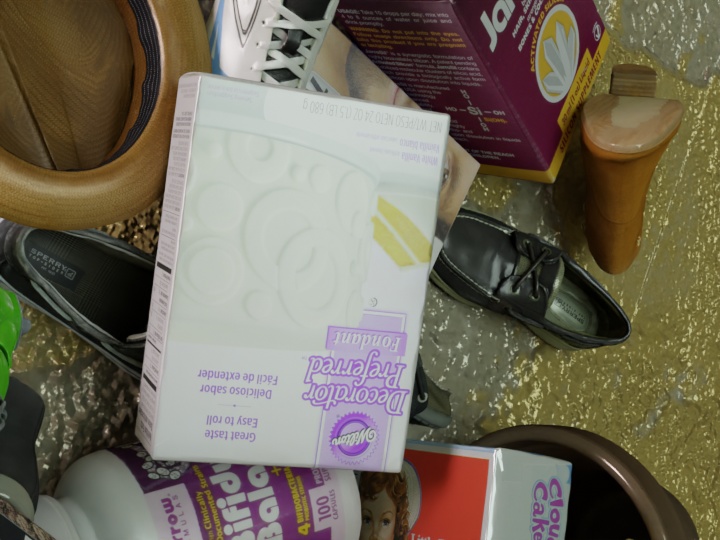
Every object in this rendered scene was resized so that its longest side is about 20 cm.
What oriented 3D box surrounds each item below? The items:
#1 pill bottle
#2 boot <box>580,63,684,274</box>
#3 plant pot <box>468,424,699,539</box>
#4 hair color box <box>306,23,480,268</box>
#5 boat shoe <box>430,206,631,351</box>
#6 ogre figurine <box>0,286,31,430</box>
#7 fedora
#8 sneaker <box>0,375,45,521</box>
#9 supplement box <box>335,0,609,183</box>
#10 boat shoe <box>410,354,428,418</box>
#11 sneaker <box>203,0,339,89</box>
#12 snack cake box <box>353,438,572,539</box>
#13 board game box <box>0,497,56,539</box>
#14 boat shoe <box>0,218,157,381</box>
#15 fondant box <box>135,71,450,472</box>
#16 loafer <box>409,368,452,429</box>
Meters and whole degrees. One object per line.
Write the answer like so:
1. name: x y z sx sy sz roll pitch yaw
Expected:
1. pill bottle: -0.107 0.150 0.734 0.199 0.112 0.113 -12 96 -36
2. boot: 0.196 -0.062 0.943 0.201 0.070 0.145 -59 153 -65
3. plant pot: 0.164 0.212 0.914 0.174 0.199 0.202 9 82 -54
4. hair color box: -0.020 -0.083 0.844 0.200 0.065 0.110 39 66 -31
5. boat shoe: 0.128 0.005 0.954 0.200 0.066 0.072 30 71 -33
6. ogre figurine: -0.248 0.012 0.624 0.120 0.198 0.099 -61 169 -61
7. fedora: -0.179 -0.117 0.704 0.199 0.082 0.203 5 79 -28
8. sneaker: -0.264 0.093 0.652 0.198 0.106 0.075 12 117 -13
9. supplement box: 0.080 -0.171 0.865 0.200 0.103 0.132 48 60 -49
10. boat shoe: 0.000 0.000 0.778 0.056 0.068 0.202 -12 98 -30
11. sneaker: -0.048 -0.142 0.734 0.071 0.072 0.202 9 95 -32
12. snack cake box: 0.032 0.162 0.788 0.067 0.199 0.116 15 79 -36
13. board game box: -0.219 0.157 0.529 0.200 0.096 0.160 49 22 -32
14. boat shoe: -0.128 0.028 0.744 0.199 0.071 0.073 27 83 -30
15. fondant box: -0.037 0.003 0.695 0.143 0.058 0.202 6 95 -21
16. loafer: -0.003 0.038 0.845 0.200 0.075 0.070 41 69 -29
